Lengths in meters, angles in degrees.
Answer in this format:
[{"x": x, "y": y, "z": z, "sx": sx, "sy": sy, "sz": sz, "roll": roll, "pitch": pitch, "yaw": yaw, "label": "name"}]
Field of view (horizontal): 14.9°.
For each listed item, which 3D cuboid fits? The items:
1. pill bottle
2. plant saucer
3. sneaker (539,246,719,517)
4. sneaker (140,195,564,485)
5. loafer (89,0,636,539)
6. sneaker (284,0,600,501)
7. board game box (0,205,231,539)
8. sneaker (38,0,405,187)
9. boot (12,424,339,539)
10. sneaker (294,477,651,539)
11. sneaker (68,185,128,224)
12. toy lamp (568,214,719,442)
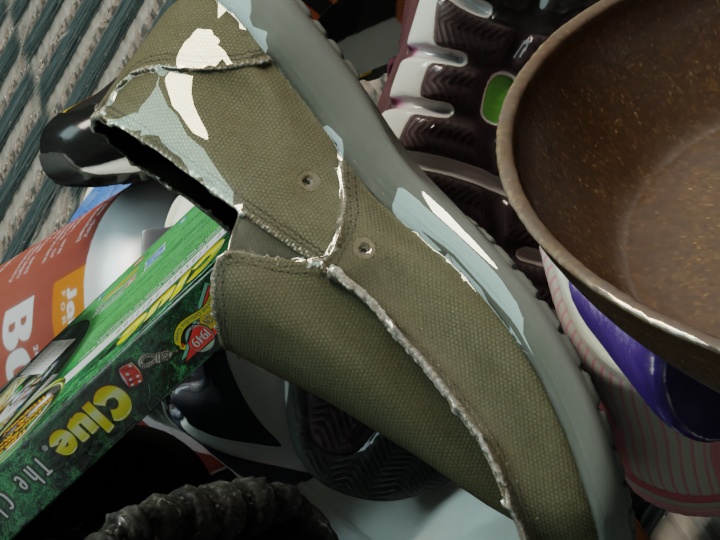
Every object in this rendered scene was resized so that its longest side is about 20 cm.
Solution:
[{"x": -0.073, "y": 0.024, "z": 1.047, "sx": 0.200, "sy": 0.112, "sz": 0.113, "roll": -27, "pitch": 41, "yaw": 52, "label": "pill bottle"}, {"x": 0.128, "y": -0.016, "z": 0.574, "sx": 0.201, "sy": 0.199, "sz": 0.037, "roll": -102, "pitch": 6, "yaw": -58, "label": "plant saucer"}, {"x": 0.097, "y": -0.044, "z": 0.720, "sx": 0.075, "sy": 0.105, "sz": 0.201, "roll": 7, "pitch": 72, "yaw": 21, "label": "sneaker"}, {"x": 0.000, "y": 0.000, "z": 0.884, "sx": 0.199, "sy": 0.129, "sz": 0.080, "roll": -47, "pitch": 28, "yaw": 38, "label": "sneaker"}, {"x": -0.001, "y": 0.009, "z": 0.710, "sx": 0.069, "sy": 0.200, "sz": 0.075, "roll": -35, "pitch": -24, "yaw": -7, "label": "loafer"}, {"x": 0.031, "y": -0.033, "z": 0.814, "sx": 0.116, "sy": 0.075, "sz": 0.201, "roll": -125, "pitch": 55, "yaw": -84, "label": "sneaker"}, {"x": -0.089, "y": 0.041, "z": 0.827, "sx": 0.200, "sy": 0.023, "sz": 0.105, "roll": -42, "pitch": 10, "yaw": 22, "label": "board game box"}, {"x": -0.043, "y": -0.100, "z": 1.018, "sx": 0.199, "sy": 0.090, "sz": 0.070, "roll": -27, "pitch": 13, "yaw": -26, "label": "sneaker"}, {"x": -0.063, "y": 0.092, "z": 0.813, "sx": 0.158, "sy": 0.079, "sz": 0.211, "roll": -38, "pitch": 13, "yaw": 37, "label": "boot"}, {"x": 0.035, "y": 0.085, "z": 0.821, "sx": 0.085, "sy": 0.073, "sz": 0.200, "roll": -40, "pitch": 15, "yaw": -11, "label": "sneaker"}, {"x": -0.080, "y": -0.028, "z": 1.174, "sx": 0.200, "sy": 0.076, "sz": 0.112, "roll": -45, "pitch": 22, "yaw": 49, "label": "sneaker"}, {"x": 0.117, "y": 0.035, "z": 0.581, "sx": 0.200, "sy": 0.058, "sz": 0.058, "roll": 37, "pitch": 101, "yaw": 48, "label": "toy lamp"}]
